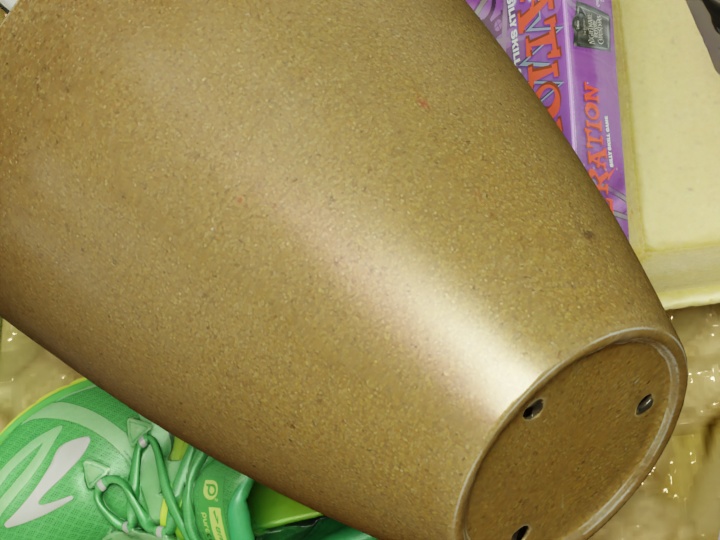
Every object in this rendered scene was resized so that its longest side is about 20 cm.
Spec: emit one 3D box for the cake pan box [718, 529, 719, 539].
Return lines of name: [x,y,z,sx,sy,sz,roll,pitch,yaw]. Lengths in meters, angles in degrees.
cake pan box: [0.197,0.119,0.828,0.184,0.200,0.052,18,44,17]

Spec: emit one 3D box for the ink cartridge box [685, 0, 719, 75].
ink cartridge box: [0.168,-0.123,0.825,0.084,0.200,0.145,36,89,18]

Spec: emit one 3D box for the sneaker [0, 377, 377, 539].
sneaker: [-0.052,0.070,0.947,0.199,0.084,0.074,-13,103,12]

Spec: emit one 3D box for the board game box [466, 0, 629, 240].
board game box: [0.041,-0.079,0.953,0.120,0.032,0.201,-16,72,47]

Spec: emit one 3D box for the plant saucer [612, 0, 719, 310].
plant saucer: [0.161,-0.087,0.950,0.199,0.048,0.201,-7,77,12]

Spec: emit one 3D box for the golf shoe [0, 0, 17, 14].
golf shoe: [-0.087,-0.128,1.009,0.199,0.078,0.095,15,124,26]

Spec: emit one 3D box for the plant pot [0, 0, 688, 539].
plant pot: [0.000,0.000,0.846,0.186,0.186,0.200,-48,56,1]
